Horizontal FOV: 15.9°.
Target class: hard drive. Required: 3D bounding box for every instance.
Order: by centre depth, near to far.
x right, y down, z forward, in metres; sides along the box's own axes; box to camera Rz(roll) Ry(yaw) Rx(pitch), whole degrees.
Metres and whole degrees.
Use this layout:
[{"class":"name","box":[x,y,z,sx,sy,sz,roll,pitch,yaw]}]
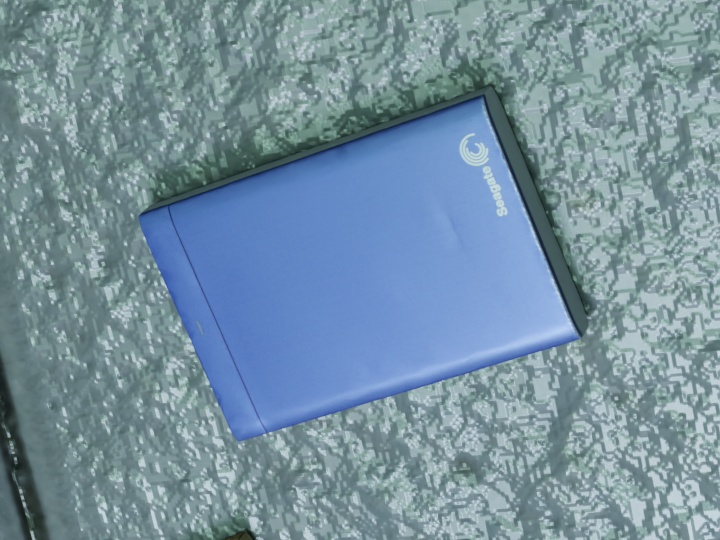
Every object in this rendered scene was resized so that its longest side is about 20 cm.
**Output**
[{"class":"hard drive","box":[0.000,0.000,1.310,0.199,0.025,0.133,-18,104,23]}]

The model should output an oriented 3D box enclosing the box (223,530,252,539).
[{"class":"box","box":[-0.080,0.260,1.439,0.163,0.021,0.201,-26,101,25]}]
